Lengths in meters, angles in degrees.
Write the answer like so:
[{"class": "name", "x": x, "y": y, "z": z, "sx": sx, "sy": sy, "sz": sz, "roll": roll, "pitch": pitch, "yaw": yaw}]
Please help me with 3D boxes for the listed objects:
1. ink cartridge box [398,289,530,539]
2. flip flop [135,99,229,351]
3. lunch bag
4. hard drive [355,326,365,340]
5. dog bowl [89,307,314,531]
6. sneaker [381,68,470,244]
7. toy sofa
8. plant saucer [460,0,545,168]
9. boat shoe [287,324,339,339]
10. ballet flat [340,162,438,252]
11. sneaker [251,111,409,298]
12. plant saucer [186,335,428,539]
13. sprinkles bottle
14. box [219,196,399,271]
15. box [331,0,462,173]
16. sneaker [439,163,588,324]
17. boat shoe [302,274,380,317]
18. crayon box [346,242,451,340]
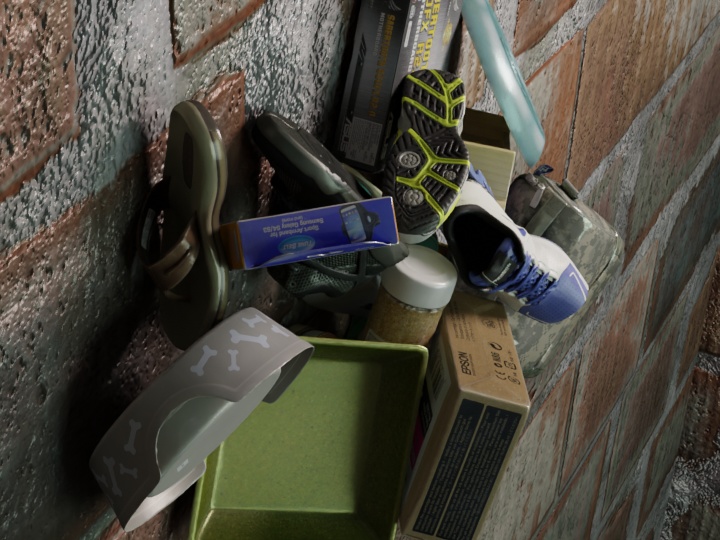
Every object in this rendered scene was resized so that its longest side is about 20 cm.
[{"class": "ink cartridge box", "x": 0.088, "y": 0.136, "z": 1.636, "sx": 0.200, "sy": 0.074, "sz": 0.166, "roll": -98, "pitch": -155, "yaw": -64}, {"class": "flip flop", "x": -0.137, "y": -0.030, "z": 1.297, "sx": 0.057, "sy": 0.081, "sz": 0.201, "roll": -19, "pitch": 133, "yaw": -32}, {"class": "lunch bag", "x": 0.166, "y": 0.001, "z": 1.789, "sx": 0.201, "sy": 0.139, "sz": 0.168, "roll": -54, "pitch": 166, "yaw": 5}, {"class": "hard drive", "x": -0.011, "y": 0.169, "z": 1.740, "sx": 0.201, "sy": 0.026, "sz": 0.132, "roll": -55, "pitch": 133, "yaw": -16}, {"class": "dog bowl", "x": -0.125, "y": 0.109, "z": 1.343, "sx": 0.200, "sy": 0.059, "sz": 0.200, "roll": -44, "pitch": 172, "yaw": -7}, {"class": "sneaker", "x": 0.060, "y": -0.090, "z": 1.545, "sx": 0.077, "sy": 0.075, "sz": 0.201, "roll": 94, "pitch": 8, "yaw": -45}, {"class": "toy sofa", "x": 0.107, "y": -0.099, "z": 1.762, "sx": 0.200, "sy": 0.082, "sz": 0.099, "roll": -77, "pitch": 178, "yaw": -75}, {"class": "plant saucer", "x": 0.144, "y": -0.200, "z": 1.767, "sx": 0.200, "sy": 0.027, "sz": 0.202, "roll": -24, "pitch": 90, "yaw": -81}, {"class": "boat shoe", "x": -0.061, "y": 0.153, "z": 1.624, "sx": 0.074, "sy": 0.068, "sz": 0.202, "roll": 15, "pitch": 90, "yaw": -54}, {"class": "ballet flat", "x": -0.007, "y": -0.057, "z": 1.603, "sx": 0.200, "sy": 0.069, "sz": 0.070, "roll": 33, "pitch": 75, "yaw": -44}, {"class": "sneaker", "x": -0.051, "y": -0.044, "z": 1.488, "sx": 0.114, "sy": 0.076, "sz": 0.200, "roll": -37, "pitch": 134, "yaw": 5}, {"class": "plant saucer", "x": -0.053, "y": 0.151, "z": 1.560, "sx": 0.198, "sy": 0.048, "sz": 0.202, "roll": 5, "pitch": 102, "yaw": -23}, {"class": "sprinkles bottle", "x": 0.029, "y": 0.076, "z": 1.635, "sx": 0.068, "sy": 0.068, "sz": 0.201, "roll": -38, "pitch": 152, "yaw": -57}, {"class": "box", "x": -0.046, "y": -0.027, "z": 1.337, "sx": 0.200, "sy": 0.118, "sz": 0.042, "roll": 169, "pitch": -89, "yaw": -78}, {"class": "box", "x": 0.040, "y": -0.200, "z": 1.633, "sx": 0.158, "sy": 0.048, "sz": 0.202, "roll": -24, "pitch": 129, "yaw": -66}, {"class": "sneaker", "x": 0.131, "y": -0.005, "z": 1.628, "sx": 0.080, "sy": 0.199, "sz": 0.115, "roll": -40, "pitch": -154, "yaw": 16}, {"class": "boat shoe", "x": 0.000, "y": 0.000, "z": 1.684, "sx": 0.199, "sy": 0.072, "sz": 0.066, "roll": 14, "pitch": 60, "yaw": -55}, {"class": "crayon box", "x": 0.035, "y": 0.062, "z": 1.836, "sx": 0.119, "sy": 0.058, "sz": 0.202, "roll": 8, "pitch": 99, "yaw": -69}]
